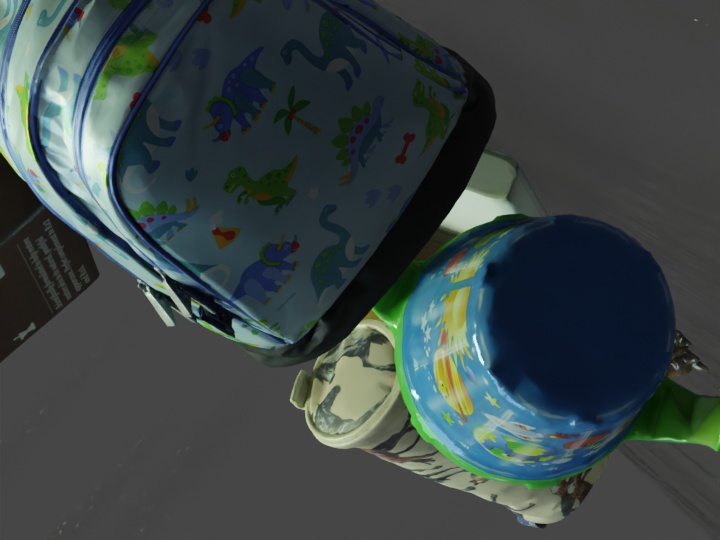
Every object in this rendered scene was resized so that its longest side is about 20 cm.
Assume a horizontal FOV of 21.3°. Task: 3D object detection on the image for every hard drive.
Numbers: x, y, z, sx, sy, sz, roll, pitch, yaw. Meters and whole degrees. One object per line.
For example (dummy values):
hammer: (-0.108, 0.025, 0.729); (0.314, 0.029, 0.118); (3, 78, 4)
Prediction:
hard drive: (0.044, -0.044, 1.092); (0.131, 0.026, 0.200); (20, 172, 17)

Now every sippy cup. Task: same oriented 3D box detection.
sippy cup: (0.089, 0.032, 0.914); (0.130, 0.176, 0.141); (122, 137, -79)

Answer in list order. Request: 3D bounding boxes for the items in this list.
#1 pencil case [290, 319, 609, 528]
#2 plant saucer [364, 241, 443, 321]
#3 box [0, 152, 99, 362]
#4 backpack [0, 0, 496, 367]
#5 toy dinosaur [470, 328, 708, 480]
pencil case: (0.055, 0.093, 1.136); (0.199, 0.089, 0.078); (26, -127, -39)
plant saucer: (0.000, 0.000, 1.210); (0.198, 0.049, 0.200); (9, -161, -13)
box: (-0.208, -0.060, 0.834); (0.200, 0.075, 0.100); (47, 167, 16)
backpack: (-0.053, -0.060, 0.750); (0.200, 0.163, 0.154); (37, -176, -28)
toy dinosaur: (0.116, 0.070, 1.079); (0.086, 0.136, 0.200); (43, 180, 26)
